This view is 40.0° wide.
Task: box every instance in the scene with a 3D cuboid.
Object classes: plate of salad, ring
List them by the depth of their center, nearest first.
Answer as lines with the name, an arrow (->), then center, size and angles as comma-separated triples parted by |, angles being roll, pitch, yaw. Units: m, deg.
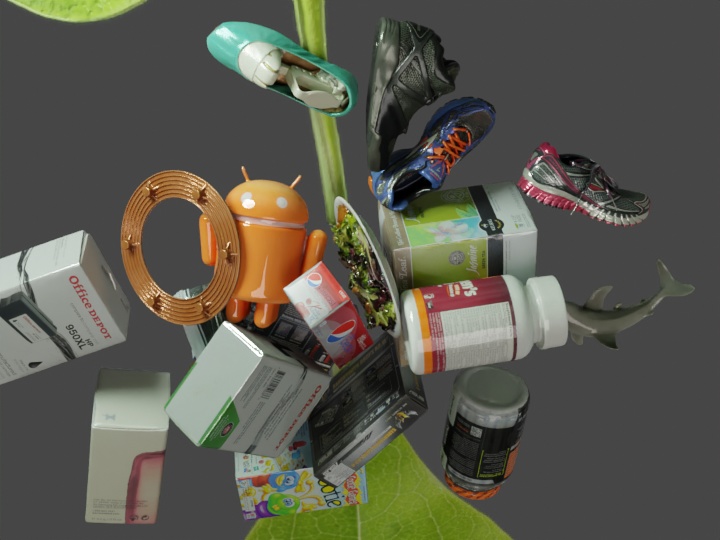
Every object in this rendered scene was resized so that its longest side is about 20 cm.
ring -> -0.237, -0.027, 1.270 | 0.199, 0.019, 0.202 | 5, 100, 30
plate of salad -> 0.000, 0.000, 1.300 | 0.048, 0.200, 0.201 | -23, 127, -12

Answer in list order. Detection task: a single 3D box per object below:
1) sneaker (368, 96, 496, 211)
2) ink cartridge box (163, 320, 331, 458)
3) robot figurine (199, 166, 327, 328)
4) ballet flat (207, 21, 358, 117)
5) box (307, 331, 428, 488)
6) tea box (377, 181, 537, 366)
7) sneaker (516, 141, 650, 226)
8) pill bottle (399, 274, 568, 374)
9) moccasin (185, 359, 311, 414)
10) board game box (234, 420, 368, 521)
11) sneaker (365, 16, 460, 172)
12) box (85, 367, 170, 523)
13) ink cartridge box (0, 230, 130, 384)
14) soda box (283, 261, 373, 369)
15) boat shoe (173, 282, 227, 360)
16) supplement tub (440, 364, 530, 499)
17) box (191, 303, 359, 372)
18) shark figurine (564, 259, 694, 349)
sneaker -> 0.099, -0.144, 1.288 | 0.200, 0.079, 0.075 | -41, 122, 20
ink cartridge box -> -0.145, 0.165, 1.328 | 0.147, 0.083, 0.200 | -55, 151, 2
robot figurine -> -0.131, -0.030, 1.289 | 0.116, 0.143, 0.202 | 2, 100, -46
ballet flat -> -0.089, -0.241, 1.194 | 0.199, 0.071, 0.068 | 19, 121, -21
box -> 0.005, 0.202, 1.471 | 0.048, 0.159, 0.200 | 36, 113, -27
tea box -> 0.132, 0.005, 1.366 | 0.195, 0.134, 0.201 | -8, 126, -5
sneaker -> 0.314, -0.114, 1.347 | 0.199, 0.081, 0.075 | 13, 110, -22
pill bottle -> 0.155, 0.065, 1.262 | 0.198, 0.110, 0.110 | -9, 126, -3
moccasin -> -0.165, 0.191, 1.484 | 0.200, 0.078, 0.074 | 24, 119, -24
board game box -> -0.094, 0.311, 1.566 | 0.198, 0.105, 0.104 | -8, 127, -3
sneaker -> 0.063, -0.210, 1.237 | 0.113, 0.076, 0.201 | 7, 119, -6
box -> -0.347, 0.263, 1.476 | 0.108, 0.128, 0.201 | 5, 125, -13
ink cartridge box -> -0.432, 0.051, 1.337 | 0.199, 0.084, 0.145 | -19, 127, 4
soda box -> -0.038, 0.063, 1.302 | 0.063, 0.070, 0.200 | -36, 159, -4
boat shoe -> -0.190, 0.104, 1.360 | 0.070, 0.072, 0.201 | -19, 128, 0
supplement tub -> 0.193, 0.258, 1.564 | 0.121, 0.123, 0.201 | 0, 125, -9
box -> -0.123, 0.088, 1.436 | 0.199, 0.050, 0.158 | 21, 119, -22
shark figurine -> 0.391, 0.077, 1.491 | 0.213, 0.090, 0.129 | -14, 128, 3
